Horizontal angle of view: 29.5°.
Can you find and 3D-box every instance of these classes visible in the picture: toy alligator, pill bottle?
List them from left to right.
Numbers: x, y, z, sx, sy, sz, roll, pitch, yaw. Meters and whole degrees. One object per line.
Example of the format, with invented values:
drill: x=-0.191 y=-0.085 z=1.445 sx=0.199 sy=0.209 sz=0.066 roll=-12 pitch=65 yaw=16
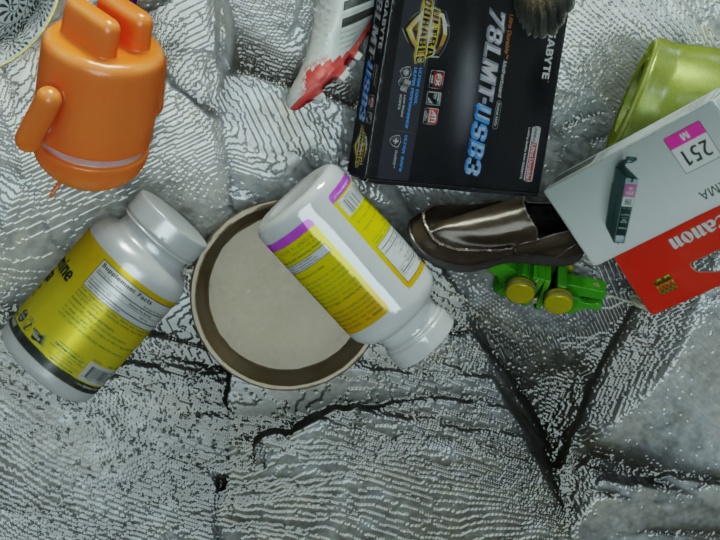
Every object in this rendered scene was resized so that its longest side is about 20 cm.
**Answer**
pill bottle: x=-0.247 y=0.022 z=1.340 sx=0.112 sy=0.112 sz=0.200 roll=41 pitch=94 yaw=-12
pill bottle: x=0.000 y=0.000 z=1.337 sx=0.104 sy=0.104 sz=0.200 roll=-41 pitch=102 yaw=3
toy alligator: x=0.208 y=0.023 z=1.420 sx=0.200 sy=0.059 sz=0.054 roll=16 pitch=139 yaw=-8

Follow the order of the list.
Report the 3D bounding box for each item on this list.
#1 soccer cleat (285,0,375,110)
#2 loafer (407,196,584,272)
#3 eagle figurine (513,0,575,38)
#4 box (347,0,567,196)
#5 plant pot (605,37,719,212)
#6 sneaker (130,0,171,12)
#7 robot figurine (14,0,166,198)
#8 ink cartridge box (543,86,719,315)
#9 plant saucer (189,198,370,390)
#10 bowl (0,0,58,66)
soccer cleat: x=-0.022 y=-0.248 z=1.336 sx=0.085 sy=0.069 sz=0.200 roll=37 pitch=92 yaw=-6
loafer: x=0.142 y=-0.048 z=1.367 sx=0.200 sy=0.073 sz=0.071 roll=-3 pitch=144 yaw=-23
eagle figurine: x=0.184 y=-0.335 z=1.267 sx=0.152 sy=0.151 sz=0.200 roll=47 pitch=57 yaw=-14
box: x=0.098 y=-0.179 z=1.341 sx=0.198 sy=0.050 sz=0.200 roll=4 pitch=102 yaw=-24
plant pot: x=0.351 y=-0.135 z=1.343 sx=0.193 sy=0.200 sz=0.201 roll=22 pitch=98 yaw=2
sneaker: x=-0.203 y=-0.350 z=1.299 sx=0.099 sy=0.070 sz=0.200 roll=30 pitch=120 yaw=24
robot figurine: x=-0.250 y=-0.159 z=1.286 sx=0.116 sy=0.144 sz=0.200 roll=13 pitch=124 yaw=-4
ink cartridge box: x=0.300 y=-0.053 z=1.288 sx=0.200 sy=0.044 sz=0.174 roll=-29 pitch=99 yaw=38
plant saucer: x=-0.075 y=0.024 z=1.401 sx=0.200 sy=0.029 sz=0.200 roll=-1 pitch=102 yaw=-6
bowl: x=-0.374 y=-0.284 z=1.276 sx=0.200 sy=0.094 sz=0.201 roll=-1 pitch=102 yaw=-5
